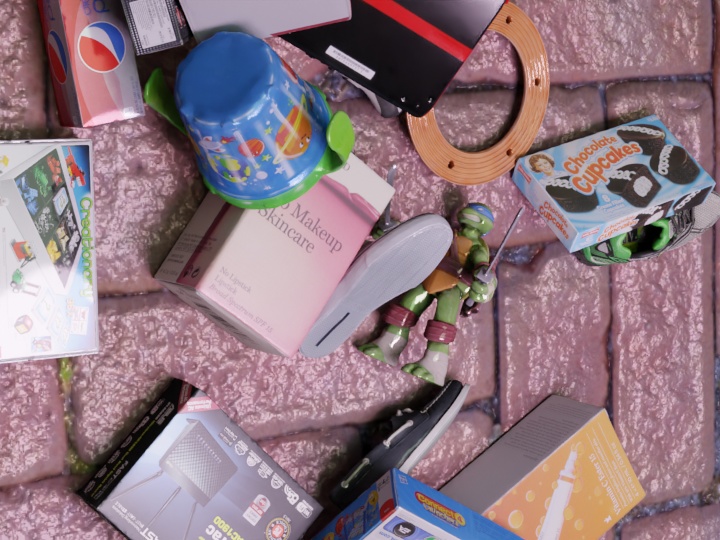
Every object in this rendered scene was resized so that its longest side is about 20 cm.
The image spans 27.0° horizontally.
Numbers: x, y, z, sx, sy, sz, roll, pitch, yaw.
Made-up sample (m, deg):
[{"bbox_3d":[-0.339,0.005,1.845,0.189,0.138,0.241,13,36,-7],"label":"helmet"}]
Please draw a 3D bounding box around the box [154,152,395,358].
[{"bbox_3d":[-0.082,-0.035,1.449,0.128,0.109,0.200,37,77,-27],"label":"box"}]

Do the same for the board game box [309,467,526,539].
[{"bbox_3d":[0.044,0.314,1.524,0.200,0.056,0.196,32,119,-28],"label":"board game box"}]

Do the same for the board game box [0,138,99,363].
[{"bbox_3d":[-0.305,-0.019,1.364,0.126,0.035,0.201,-4,97,-29],"label":"board game box"}]

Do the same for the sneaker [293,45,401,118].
[{"bbox_3d":[-0.023,-0.231,1.497,0.080,0.074,0.200,-31,116,5],"label":"sneaker"}]

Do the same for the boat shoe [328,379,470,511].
[{"bbox_3d":[0.043,0.180,1.568,0.060,0.076,0.200,34,56,11],"label":"boat shoe"}]

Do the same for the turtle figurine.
[{"bbox_3d":[0.065,0.006,1.523,0.143,0.200,0.195,23,87,5],"label":"turtle figurine"}]

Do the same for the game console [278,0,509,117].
[{"bbox_3d":[0.029,-0.262,1.438,0.200,0.031,0.177,28,114,-19],"label":"game console"}]

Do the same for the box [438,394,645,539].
[{"bbox_3d":[0.195,0.250,1.646,0.200,0.097,0.125,-37,112,-21],"label":"box"}]

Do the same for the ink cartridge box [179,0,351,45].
[{"bbox_3d":[-0.100,-0.325,1.315,0.145,0.145,0.201,-12,69,2],"label":"ink cartridge box"}]

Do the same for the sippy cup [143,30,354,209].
[{"bbox_3d":[-0.102,-0.142,1.339,0.177,0.130,0.140,-19,63,8],"label":"sippy cup"}]

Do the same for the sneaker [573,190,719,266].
[{"bbox_3d":[0.342,-0.046,1.708,0.199,0.085,0.078,-22,106,-27],"label":"sneaker"}]

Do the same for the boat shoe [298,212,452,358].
[{"bbox_3d":[0.000,0.000,1.476,0.200,0.067,0.074,-39,138,14],"label":"boat shoe"}]

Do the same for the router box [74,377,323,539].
[{"bbox_3d":[-0.154,0.225,1.461,0.200,0.062,0.150,47,74,-25],"label":"router box"}]

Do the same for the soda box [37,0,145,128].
[{"bbox_3d":[-0.251,-0.232,1.354,0.063,0.070,0.201,-15,103,-26],"label":"soda box"}]

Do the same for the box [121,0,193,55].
[{"bbox_3d":[-0.193,-0.301,1.332,0.044,0.160,0.201,-13,103,6],"label":"box"}]

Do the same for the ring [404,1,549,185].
[{"bbox_3d":[0.122,-0.190,1.587,0.200,0.019,0.201,-12,110,-34],"label":"ring"}]

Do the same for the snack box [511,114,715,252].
[{"bbox_3d":[0.279,-0.099,1.654,0.199,0.116,0.037,-20,148,-27],"label":"snack box"}]
